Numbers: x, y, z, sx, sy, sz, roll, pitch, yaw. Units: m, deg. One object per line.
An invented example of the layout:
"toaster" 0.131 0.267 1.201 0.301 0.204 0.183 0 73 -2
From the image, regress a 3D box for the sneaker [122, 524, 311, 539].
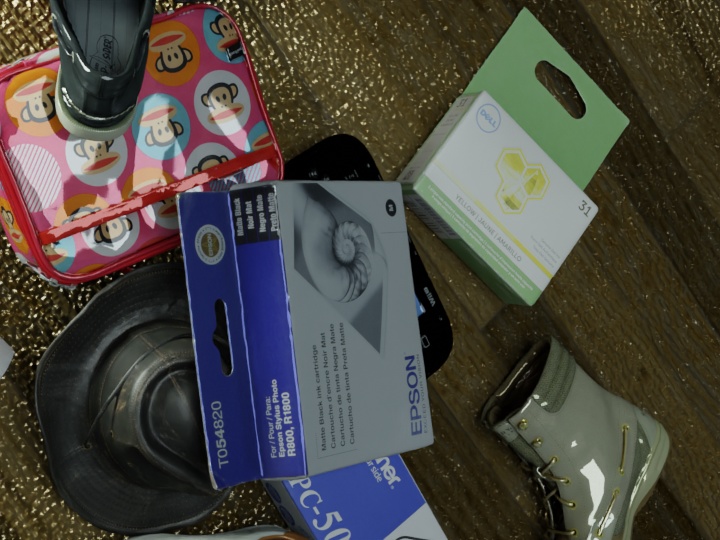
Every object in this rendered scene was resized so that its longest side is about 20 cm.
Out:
"sneaker" -0.113 0.214 1.000 0.198 0.084 0.074 -12 91 -36

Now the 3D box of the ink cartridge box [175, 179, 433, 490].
"ink cartridge box" -0.032 0.038 1.000 0.199 0.040 0.202 -6 89 -50

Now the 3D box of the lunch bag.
"lunch bag" -0.157 -0.076 1.000 0.199 0.082 0.178 -24 105 -25

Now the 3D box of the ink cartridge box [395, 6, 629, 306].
"ink cartridge box" 0.135 -0.094 1.168 0.145 0.048 0.201 43 74 -20

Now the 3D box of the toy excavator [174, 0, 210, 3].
"toy excavator" -0.035 -0.254 1.052 0.192 0.200 0.101 -5 100 9

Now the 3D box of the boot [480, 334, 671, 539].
"boot" 0.154 0.171 1.163 0.154 0.072 0.201 39 68 -23

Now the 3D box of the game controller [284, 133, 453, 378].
"game controller" 0.000 0.000 1.099 0.104 0.042 0.201 -32 105 -24

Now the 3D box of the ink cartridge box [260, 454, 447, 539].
"ink cartridge box" 0.012 0.210 1.103 0.094 0.044 0.201 -35 105 -25

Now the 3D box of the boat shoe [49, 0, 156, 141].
"boat shoe" -0.165 -0.185 0.927 0.074 0.066 0.201 8 63 -13

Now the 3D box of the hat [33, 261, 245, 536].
"hat" -0.121 0.101 0.989 0.199 0.081 0.203 -13 112 -33

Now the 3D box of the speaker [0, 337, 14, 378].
"speaker" -0.315 0.014 0.913 0.200 0.081 0.081 48 70 -20
